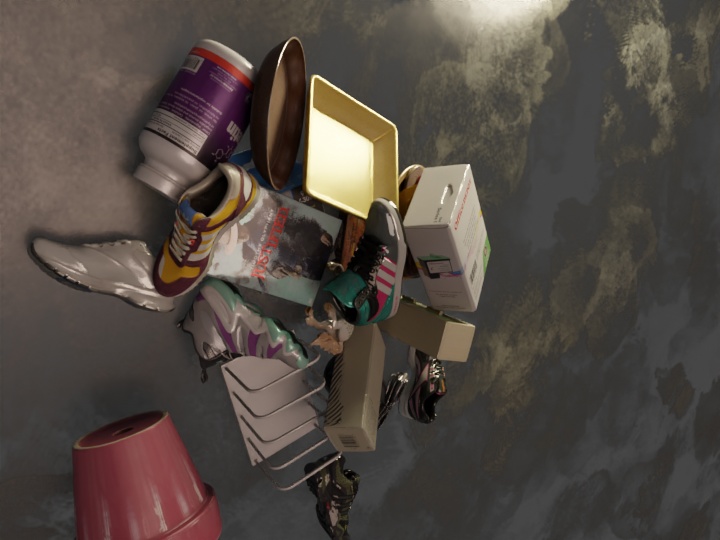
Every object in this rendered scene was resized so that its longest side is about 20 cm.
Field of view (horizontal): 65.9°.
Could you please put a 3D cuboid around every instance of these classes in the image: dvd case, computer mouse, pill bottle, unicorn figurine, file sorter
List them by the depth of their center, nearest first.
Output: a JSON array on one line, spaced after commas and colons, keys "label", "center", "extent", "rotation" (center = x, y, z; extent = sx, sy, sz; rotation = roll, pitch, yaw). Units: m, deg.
[{"label": "pill bottle", "center": [-0.216, -0.190, 0.737], "extent": [0.112, 0.112, 0.202], "rotation": [33, 82, -37]}, {"label": "dvd case", "center": [-0.131, -0.040, 0.816], "extent": [0.198, 0.022, 0.148], "rotation": [21, 90, -34]}, {"label": "file sorter", "center": [-0.122, 0.229, 0.908], "extent": [0.137, 0.124, 0.203], "rotation": [-24, 116, -28]}, {"label": "unicorn figurine", "center": [-0.016, 0.048, 0.931], "extent": [0.202, 0.073, 0.137], "rotation": [-57, 135, -9]}, {"label": "computer mouse", "center": [0.012, 0.225, 1.050], "extent": [0.200, 0.052, 0.140], "rotation": [41, 78, -36]}]

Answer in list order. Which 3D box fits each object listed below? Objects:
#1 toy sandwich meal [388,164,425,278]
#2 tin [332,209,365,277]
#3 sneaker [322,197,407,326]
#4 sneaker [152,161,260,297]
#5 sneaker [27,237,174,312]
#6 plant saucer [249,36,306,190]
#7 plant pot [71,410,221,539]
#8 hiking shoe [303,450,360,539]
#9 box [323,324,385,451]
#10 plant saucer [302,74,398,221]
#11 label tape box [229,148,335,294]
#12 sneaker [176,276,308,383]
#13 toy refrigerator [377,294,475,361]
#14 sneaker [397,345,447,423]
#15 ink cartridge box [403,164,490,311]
[{"label": "toy sandwich meal", "center": [0.106, -0.085, 0.994], "extent": [0.204, 0.069, 0.209], "rotation": [-26, 122, -52]}, {"label": "tin", "center": [0.009, -0.058, 0.984], "extent": [0.110, 0.042, 0.204], "rotation": [3, 100, -33]}, {"label": "sneaker", "center": [0.000, 0.000, 0.826], "extent": [0.120, 0.083, 0.203], "rotation": [-23, 124, -38]}, {"label": "sneaker", "center": [-0.214, -0.054, 0.707], "extent": [0.201, 0.075, 0.090], "rotation": [-54, 166, 5]}, {"label": "sneaker", "center": [-0.332, -0.007, 0.737], "extent": [0.199, 0.074, 0.089], "rotation": [26, 75, -44]}, {"label": "plant saucer", "center": [-0.113, -0.214, 0.762], "extent": [0.034, 0.200, 0.204], "rotation": [9, 98, 3]}, {"label": "plant pot", "center": [-0.306, 0.303, 0.763], "extent": [0.197, 0.199, 0.182], "rotation": [-16, 96, -32]}, {"label": "hiking shoe", "center": [-0.035, 0.435, 1.056], "extent": [0.100, 0.075, 0.203], "rotation": [-24, 114, -25]}, {"label": "box", "center": [-0.006, 0.189, 0.923], "extent": [0.202, 0.067, 0.083], "rotation": [-81, 159, -43]}, {"label": "plant saucer", "center": [-0.021, -0.173, 0.879], "extent": [0.198, 0.048, 0.204], "rotation": [19, 64, -42]}, {"label": "label tape box", "center": [-0.131, -0.087, 0.857], "extent": [0.142, 0.066, 0.203], "rotation": [-26, 118, -29]}, {"label": "sneaker", "center": [-0.185, 0.119, 0.831], "extent": [0.199, 0.078, 0.141], "rotation": [37, 88, 7]}, {"label": "toy refrigerator", "center": [0.104, 0.094, 0.990], "extent": [0.075, 0.199, 0.071], "rotation": [12, 95, -36]}, {"label": "sneaker", "center": [0.144, 0.214, 1.123], "extent": [0.079, 0.086, 0.204], "rotation": [3, 100, -38]}, {"label": "ink cartridge box", "center": [0.149, -0.052, 0.925], "extent": [0.201, 0.083, 0.146], "rotation": [63, 39, -42]}]
